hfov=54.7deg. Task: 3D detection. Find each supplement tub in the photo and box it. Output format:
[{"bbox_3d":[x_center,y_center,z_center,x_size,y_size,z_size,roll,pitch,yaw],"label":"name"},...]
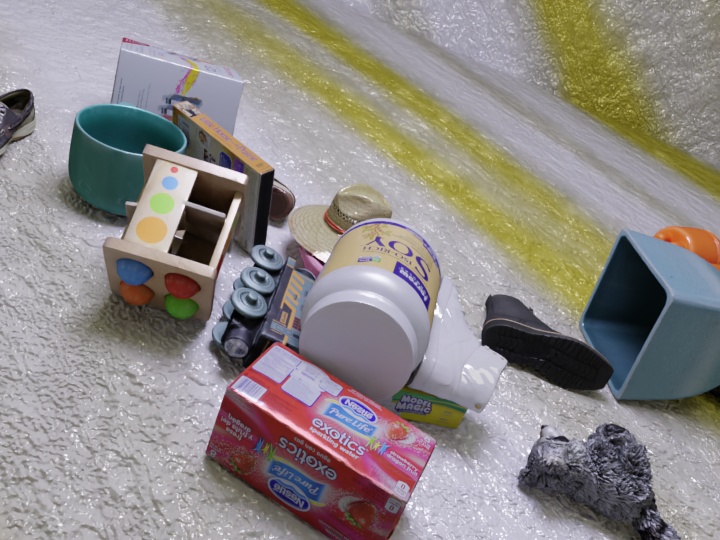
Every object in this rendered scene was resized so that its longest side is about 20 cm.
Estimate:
[{"bbox_3d":[0.014,0.041,0.794,0.144,0.147,0.201,23,29,0],"label":"supplement tub"}]

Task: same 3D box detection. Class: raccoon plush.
[{"bbox_3d":[0.276,0.258,0.788,0.133,0.098,0.200,-11,44,-33],"label":"raccoon plush"}]

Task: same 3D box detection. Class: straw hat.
[{"bbox_3d":[-0.001,-0.081,1.031,0.198,0.086,0.202,18,30,-11],"label":"straw hat"}]

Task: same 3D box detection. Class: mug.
[{"bbox_3d":[-0.327,-0.155,0.993,0.150,0.115,0.185,24,29,2],"label":"mug"}]

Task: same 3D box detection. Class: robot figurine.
[{"bbox_3d":[0.726,-0.040,1.555,0.198,0.119,0.143,2,-8,-32],"label":"robot figurine"}]

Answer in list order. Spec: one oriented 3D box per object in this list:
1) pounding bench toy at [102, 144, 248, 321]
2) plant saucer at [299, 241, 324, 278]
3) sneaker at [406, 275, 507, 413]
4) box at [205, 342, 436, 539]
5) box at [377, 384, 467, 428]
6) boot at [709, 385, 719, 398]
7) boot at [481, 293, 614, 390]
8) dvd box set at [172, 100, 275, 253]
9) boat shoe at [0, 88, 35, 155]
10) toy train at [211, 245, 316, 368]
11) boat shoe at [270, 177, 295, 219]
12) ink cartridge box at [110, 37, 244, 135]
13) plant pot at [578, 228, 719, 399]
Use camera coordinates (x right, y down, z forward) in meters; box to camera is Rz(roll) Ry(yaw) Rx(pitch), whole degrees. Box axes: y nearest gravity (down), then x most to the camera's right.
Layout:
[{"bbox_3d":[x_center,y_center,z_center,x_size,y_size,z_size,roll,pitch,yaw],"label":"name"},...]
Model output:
[{"bbox_3d":[-0.224,-0.017,0.849,0.122,0.200,0.158,17,61,-6],"label":"pounding bench toy"},{"bbox_3d":[0.000,0.000,1.041,0.198,0.051,0.201,18,29,-11],"label":"plant saucer"},{"bbox_3d":[0.127,0.095,0.875,0.114,0.074,0.201,25,37,-4],"label":"sneaker"},{"bbox_3d":[-0.039,0.174,0.685,0.198,0.096,0.100,30,30,10],"label":"box"},{"bbox_3d":[0.029,0.124,0.866,0.197,0.049,0.118,12,31,-16],"label":"box"},{"bbox_3d":[0.656,0.172,1.198,0.157,0.080,0.210,40,34,27],"label":"boot"},{"bbox_3d":[0.282,0.097,1.066,0.198,0.078,0.139,24,25,-1],"label":"boot"},{"bbox_3d":[-0.205,-0.134,1.012,0.199,0.148,0.029,38,46,26],"label":"dvd box set"},{"bbox_3d":[-0.526,-0.213,0.991,0.072,0.066,0.201,15,27,-9],"label":"boat shoe"},{"bbox_3d":[-0.108,0.049,0.860,0.113,0.086,0.201,29,29,-11],"label":"toy train"},{"bbox_3d":[-0.196,-0.146,1.128,0.201,0.075,0.075,32,19,-1],"label":"boat shoe"},{"bbox_3d":[-0.309,-0.281,1.158,0.197,0.146,0.146,11,19,-22],"label":"ink cartridge box"},{"bbox_3d":[0.495,0.080,1.090,0.197,0.198,0.197,10,31,-9],"label":"plant pot"}]
